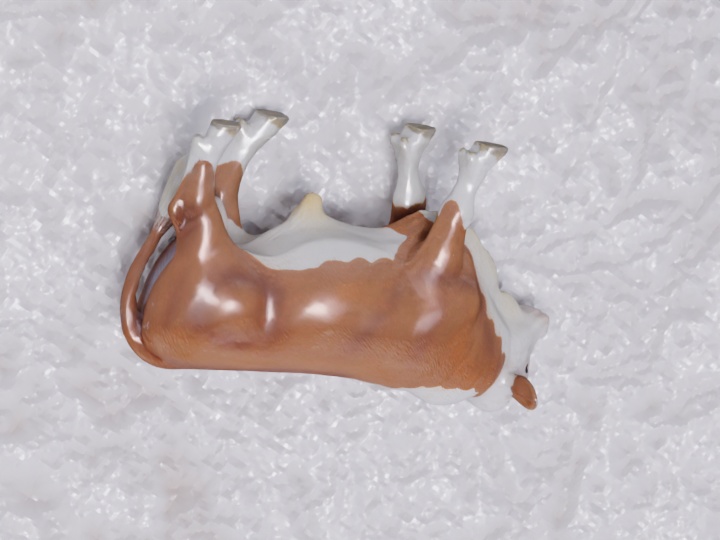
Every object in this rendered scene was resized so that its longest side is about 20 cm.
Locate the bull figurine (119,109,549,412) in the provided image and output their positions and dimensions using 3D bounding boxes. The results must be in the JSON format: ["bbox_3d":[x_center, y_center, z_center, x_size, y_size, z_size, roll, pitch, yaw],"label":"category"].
[{"bbox_3d":[0.000,0.000,0.908,0.198,0.065,0.123,3,103,-23],"label":"bull figurine"}]
